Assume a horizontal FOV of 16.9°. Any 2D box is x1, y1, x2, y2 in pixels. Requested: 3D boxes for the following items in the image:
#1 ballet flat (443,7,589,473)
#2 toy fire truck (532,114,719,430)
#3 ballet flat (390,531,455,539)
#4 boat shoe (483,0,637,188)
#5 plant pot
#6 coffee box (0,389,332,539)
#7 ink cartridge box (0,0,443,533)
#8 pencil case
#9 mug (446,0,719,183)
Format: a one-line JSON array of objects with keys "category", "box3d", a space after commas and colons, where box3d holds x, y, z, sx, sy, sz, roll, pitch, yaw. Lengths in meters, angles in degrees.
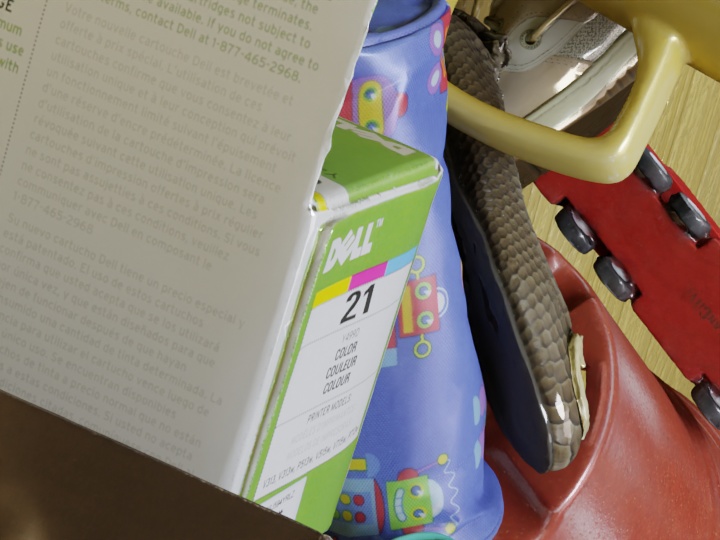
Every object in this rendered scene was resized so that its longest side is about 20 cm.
[{"category": "ballet flat", "box3d": [0.051, -0.019, 0.861, 0.067, 0.046, 0.200, 98, -20, -51]}, {"category": "toy fire truck", "box3d": [0.131, -0.013, 1.034, 0.049, 0.200, 0.141, -40, 168, 13]}, {"category": "ballet flat", "box3d": [0.028, 0.146, 0.820, 0.068, 0.067, 0.200, -28, 158, -7]}, {"category": "boat shoe", "box3d": [0.081, -0.090, 0.947, 0.200, 0.065, 0.072, -38, 170, 5]}, {"category": "plant pot", "box3d": [0.048, 0.085, 0.964, 0.201, 0.200, 0.195, -61, 153, -16]}, {"category": "coffee box", "box3d": [-0.107, 0.074, 0.472, 0.114, 0.200, 0.080, -60, 155, -21]}, {"category": "ink cartridge box", "box3d": [-0.055, -0.046, 0.559, 0.076, 0.148, 0.200, -21, 132, -65]}, {"category": "pencil case", "box3d": [0.000, 0.000, 0.806, 0.087, 0.078, 0.200, -116, -162, -68]}, {"category": "mug", "box3d": [0.090, -0.145, 0.835, 0.187, 0.153, 0.150, -50, 156, -40]}]
